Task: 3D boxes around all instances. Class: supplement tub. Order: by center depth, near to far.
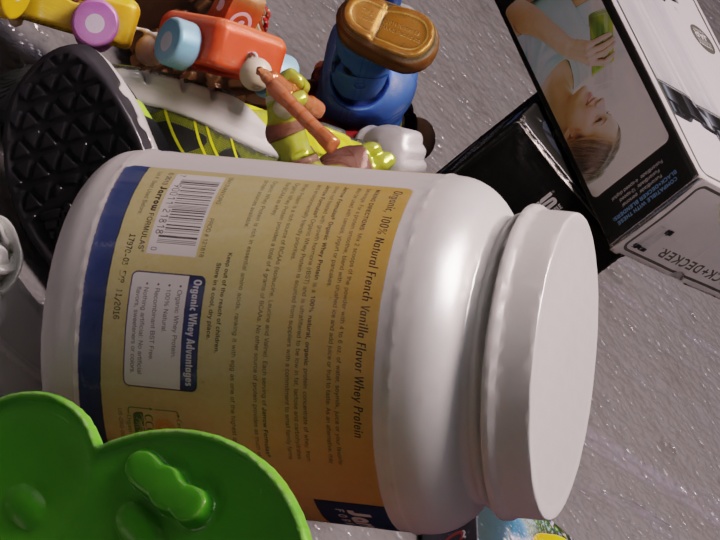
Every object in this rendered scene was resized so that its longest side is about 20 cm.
[{"bbox_3d":[-0.013,0.029,1.179,0.144,0.199,0.145,5,90,-74],"label":"supplement tub"}]

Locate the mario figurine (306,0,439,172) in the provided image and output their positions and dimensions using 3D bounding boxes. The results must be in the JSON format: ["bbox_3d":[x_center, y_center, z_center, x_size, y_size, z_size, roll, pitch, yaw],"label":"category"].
[{"bbox_3d":[0.017,-0.094,1.510,0.106,0.200,0.123,42,64,10],"label":"mario figurine"}]

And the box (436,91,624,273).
[{"bbox_3d":[0.073,-0.022,1.529,0.086,0.164,0.200,51,24,-2],"label":"box"}]

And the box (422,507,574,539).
[{"bbox_3d":[0.088,0.196,1.402,0.136,0.038,0.200,41,26,-24],"label":"box"}]

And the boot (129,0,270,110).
[{"bbox_3d":[-0.073,-0.123,1.527,0.107,0.075,0.201,27,32,-54],"label":"boot"}]

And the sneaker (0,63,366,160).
[{"bbox_3d":[-0.083,-0.045,1.388,0.199,0.085,0.074,14,-2,-27],"label":"sneaker"}]

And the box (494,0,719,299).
[{"bbox_3d":[0.140,-0.090,1.467,0.116,0.060,0.201,23,37,-48],"label":"box"}]

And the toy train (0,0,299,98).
[{"bbox_3d":[-0.128,-0.133,1.340,0.199,0.056,0.150,17,0,-32],"label":"toy train"}]

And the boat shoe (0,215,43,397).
[{"bbox_3d":[-0.169,0.000,1.176,0.200,0.065,0.074,37,27,-32],"label":"boat shoe"}]

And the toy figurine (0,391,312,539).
[{"bbox_3d":[-0.058,0.151,1.138,0.200,0.150,0.184,39,-3,37],"label":"toy figurine"}]

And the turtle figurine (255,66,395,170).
[{"bbox_3d":[0.000,0.000,1.317,0.201,0.064,0.161,58,8,-3],"label":"turtle figurine"}]

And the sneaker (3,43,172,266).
[{"bbox_3d":[-0.095,-0.007,1.331,0.201,0.071,0.083,64,17,1],"label":"sneaker"}]
